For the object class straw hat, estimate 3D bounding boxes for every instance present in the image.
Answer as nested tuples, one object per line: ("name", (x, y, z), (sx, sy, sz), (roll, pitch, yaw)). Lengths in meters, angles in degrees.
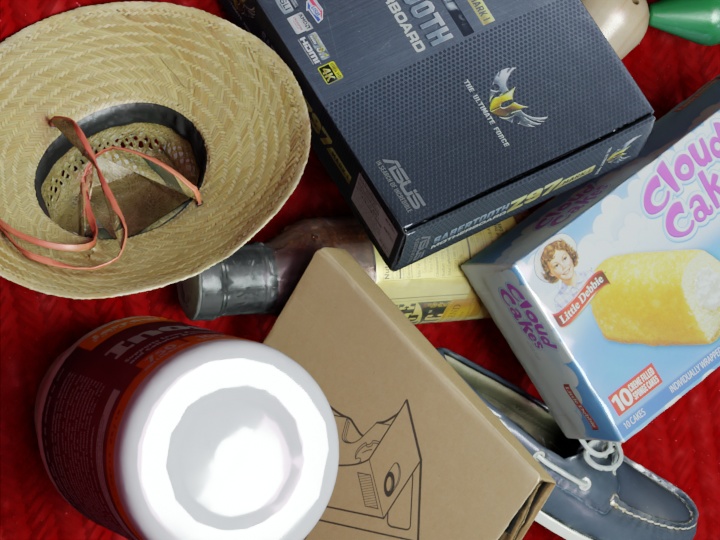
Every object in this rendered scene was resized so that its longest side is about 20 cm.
("straw hat", (-0.122, -0.038, 1.512), (0.201, 0.201, 0.085), (-26, 145, -19))

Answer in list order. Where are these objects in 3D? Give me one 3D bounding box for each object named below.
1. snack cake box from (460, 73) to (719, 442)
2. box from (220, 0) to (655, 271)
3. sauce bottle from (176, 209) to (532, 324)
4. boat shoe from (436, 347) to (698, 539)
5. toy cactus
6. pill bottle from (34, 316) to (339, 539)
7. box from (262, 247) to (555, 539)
("snack cake box", (0.168, -0.011, 1.585), (0.200, 0.067, 0.115), (-37, 104, -20))
("box", (0.036, -0.118, 1.545), (0.157, 0.051, 0.200), (-24, 71, -20))
("sauce bottle", (0.000, 0.000, 1.585), (0.199, 0.066, 0.066), (-4, 96, -20))
("boat shoe", (0.110, 0.100, 1.630), (0.200, 0.075, 0.062), (27, 113, -16))
("toy cactus", (0.166, -0.167, 1.635), (0.200, 0.102, 0.165), (37, 89, -30))
("pill bottle", (-0.096, 0.082, 1.473), (0.113, 0.200, 0.113), (-2, 95, -23))
("box", (-0.001, 0.108, 1.492), (0.021, 0.200, 0.164), (11, 118, -44))
